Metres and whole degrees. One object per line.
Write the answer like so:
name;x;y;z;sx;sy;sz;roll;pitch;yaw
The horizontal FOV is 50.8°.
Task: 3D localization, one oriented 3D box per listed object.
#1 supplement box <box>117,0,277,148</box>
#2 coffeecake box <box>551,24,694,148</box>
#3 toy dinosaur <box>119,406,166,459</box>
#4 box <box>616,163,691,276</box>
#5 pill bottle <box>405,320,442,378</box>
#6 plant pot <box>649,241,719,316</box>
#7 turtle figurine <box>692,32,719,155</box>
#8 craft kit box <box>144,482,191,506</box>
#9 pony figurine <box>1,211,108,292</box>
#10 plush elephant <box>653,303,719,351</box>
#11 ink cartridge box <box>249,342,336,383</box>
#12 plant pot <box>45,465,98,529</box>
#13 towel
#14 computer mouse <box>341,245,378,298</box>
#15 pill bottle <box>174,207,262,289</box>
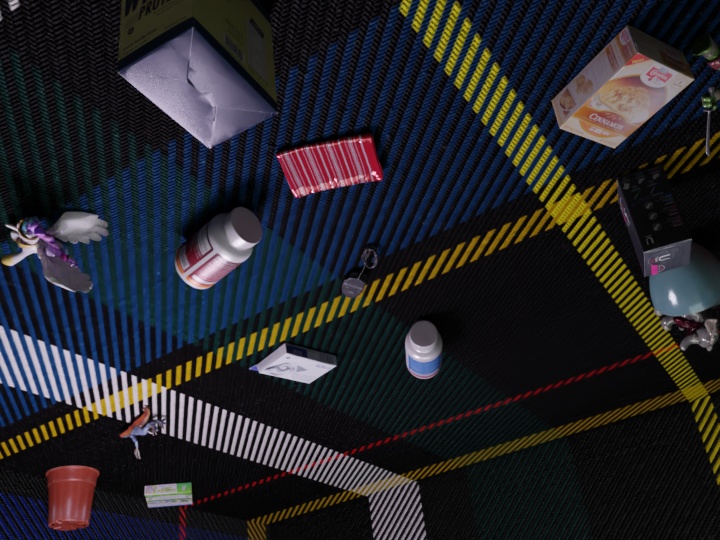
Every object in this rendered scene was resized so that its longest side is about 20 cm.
supplement box;-0.231;-0.331;1.099;0.132;0.203;0.200;-20;147;21
coffeecake box;0.478;-0.332;1.395;0.151;0.074;0.200;11;144;-28
toy dinosaur;-0.746;0.522;2.557;0.178;0.105;0.204;-5;114;20
box;0.646;-0.111;1.676;0.104;0.204;0.123;-16;149;14
pill bottle;0.185;0.229;2.217;0.110;0.114;0.201;-8;151;0
plant pot;0.829;0.001;1.950;0.197;0.201;0.136;-23;110;23
turtle figurine;0.678;-0.333;1.345;0.193;0.144;0.202;36;87;-27
craft kit box;-0.827;0.973;3.281;0.195;0.049;0.198;-1;151;-12
pony figurine;-0.636;-0.043;1.559;0.190;0.170;0.199;18;157;-25
plush elephant;1.001;0.171;2.272;0.196;0.158;0.165;-17;148;17
ink cartridge box;-0.206;0.295;2.304;0.197;0.041;0.199;18;140;-37
plant pot;-1.106;0.874;2.898;0.196;0.199;0.202;-6;150;-3
towel;-0.058;-0.209;1.521;0.196;0.023;0.145;-11;148;5
computer mouse;0.000;0.000;1.882;0.058;0.034;0.201;18;138;-10
pill bottle;-0.303;-0.050;1.635;0.112;0.115;0.199;22;139;-40
